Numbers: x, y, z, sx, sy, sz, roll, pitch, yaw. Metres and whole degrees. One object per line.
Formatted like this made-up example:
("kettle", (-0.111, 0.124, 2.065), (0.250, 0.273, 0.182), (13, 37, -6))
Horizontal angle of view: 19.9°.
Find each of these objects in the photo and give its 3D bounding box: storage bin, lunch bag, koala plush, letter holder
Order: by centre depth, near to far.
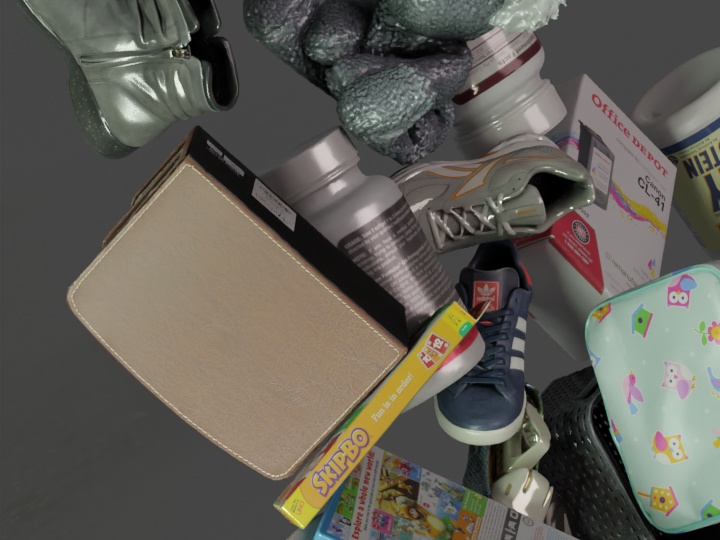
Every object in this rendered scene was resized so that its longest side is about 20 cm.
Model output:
("letter holder", (-0.086, 0.026, 1.407), (0.200, 0.142, 0.101), (41, 12, -11))
("koala plush", (0.049, -0.201, 1.568), (0.177, 0.200, 0.184), (45, 9, 25))
("lunch bag", (0.273, 0.099, 1.594), (0.077, 0.160, 0.202), (-8, 77, -50))
("storage bin", (0.222, 0.184, 1.694), (0.201, 0.093, 0.135), (61, 38, -9))

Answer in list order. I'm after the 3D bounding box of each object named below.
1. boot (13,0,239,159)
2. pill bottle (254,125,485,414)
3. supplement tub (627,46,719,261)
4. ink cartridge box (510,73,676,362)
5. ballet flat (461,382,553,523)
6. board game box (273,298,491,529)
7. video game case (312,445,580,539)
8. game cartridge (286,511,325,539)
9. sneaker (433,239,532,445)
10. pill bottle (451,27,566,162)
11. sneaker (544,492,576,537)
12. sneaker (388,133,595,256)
("boot", (-0.161, -0.186, 1.402), (0.070, 0.131, 0.201), (-36, 100, -50))
("pill bottle", (0.000, 0.000, 1.513), (0.111, 0.110, 0.201), (-39, 102, -51))
("supplement tub", (0.361, -0.097, 1.958), (0.201, 0.144, 0.145), (52, 40, -16))
("ink cartridge box", (0.193, -0.047, 1.784), (0.147, 0.085, 0.201), (41, 46, -28))
("ballet flat", (0.115, 0.158, 1.566), (0.074, 0.074, 0.201), (41, 30, -28))
("board game box", (0.015, 0.093, 1.413), (0.030, 0.096, 0.200), (43, 83, -1))
("video game case", (0.071, 0.196, 1.442), (0.198, 0.018, 0.143), (25, 25, 1))
("game cartridge", (0.001, 0.225, 1.384), (0.133, 0.041, 0.200), (33, 25, 10))
("sneaker", (0.096, 0.049, 1.596), (0.201, 0.074, 0.085), (-83, 174, -53))
("pill bottle", (0.083, -0.193, 1.707), (0.201, 0.114, 0.114), (59, 39, -10))
("sneaker", (0.173, 0.267, 1.601), (0.076, 0.083, 0.202), (3, 70, -49))
("sneaker", (0.096, -0.052, 1.613), (0.199, 0.092, 0.076), (-25, 116, -22))
